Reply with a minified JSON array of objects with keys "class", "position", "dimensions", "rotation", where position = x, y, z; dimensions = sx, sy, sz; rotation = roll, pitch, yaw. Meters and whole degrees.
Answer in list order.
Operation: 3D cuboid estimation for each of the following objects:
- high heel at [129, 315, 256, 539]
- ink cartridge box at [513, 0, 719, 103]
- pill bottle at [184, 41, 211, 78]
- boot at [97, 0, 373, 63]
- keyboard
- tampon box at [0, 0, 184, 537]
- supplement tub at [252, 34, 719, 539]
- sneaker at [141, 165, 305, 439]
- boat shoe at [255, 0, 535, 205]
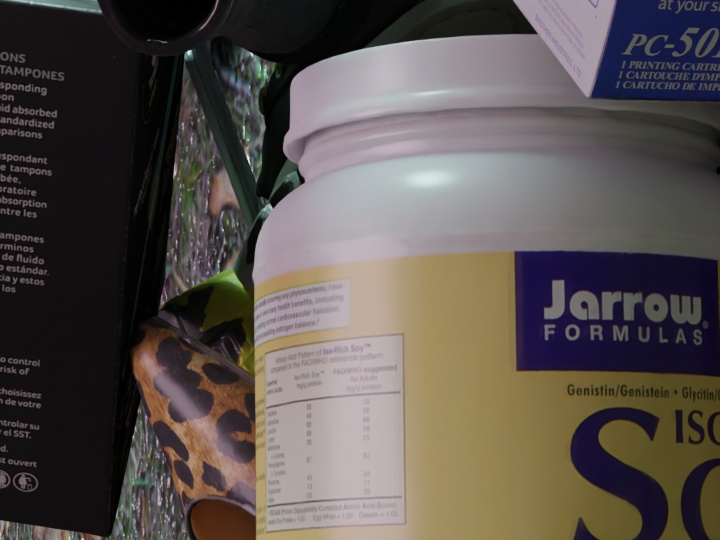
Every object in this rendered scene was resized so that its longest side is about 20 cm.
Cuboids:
[{"class":"high heel","position":[-0.047,0.123,0.792],"dimensions":[0.200,0.142,0.071],"rotation":[55,154,3]},{"class":"ink cartridge box","position":[0.072,-0.110,0.730],"dimensions":[0.200,0.093,0.044],"rotation":[-119,36,-53]},{"class":"pill bottle","position":[-0.115,-0.191,1.209],"dimensions":[0.111,0.110,0.201],"rotation":[-149,63,-67]},{"class":"boot","position":[-0.048,-0.156,0.740],"dimensions":[0.132,0.069,0.201],"rotation":[2,-110,-74]},{"class":"keyboard","position":[-0.044,-0.031,1.012],"dimensions":[0.200,0.011,0.056],"rotation":[72,178,-50]},{"class":"tampon box","position":[-0.125,-0.044,0.858],"dimensions":[0.150,0.125,0.201],"rotation":[-82,0,-54]},{"class":"supplement tub","position":[0.042,0.047,0.726],"dimensions":[0.145,0.145,0.201],"rotation":[160,110,-68]},{"class":"sneaker","position":[0.000,0.000,0.945],"dimensions":[0.200,0.084,0.075],"rotation":[-31,81,41]},{"class":"boat shoe","position":[0.004,-0.070,0.938],"dimensions":[0.201,0.071,0.061],"rotation":[129,133,-62]}]
